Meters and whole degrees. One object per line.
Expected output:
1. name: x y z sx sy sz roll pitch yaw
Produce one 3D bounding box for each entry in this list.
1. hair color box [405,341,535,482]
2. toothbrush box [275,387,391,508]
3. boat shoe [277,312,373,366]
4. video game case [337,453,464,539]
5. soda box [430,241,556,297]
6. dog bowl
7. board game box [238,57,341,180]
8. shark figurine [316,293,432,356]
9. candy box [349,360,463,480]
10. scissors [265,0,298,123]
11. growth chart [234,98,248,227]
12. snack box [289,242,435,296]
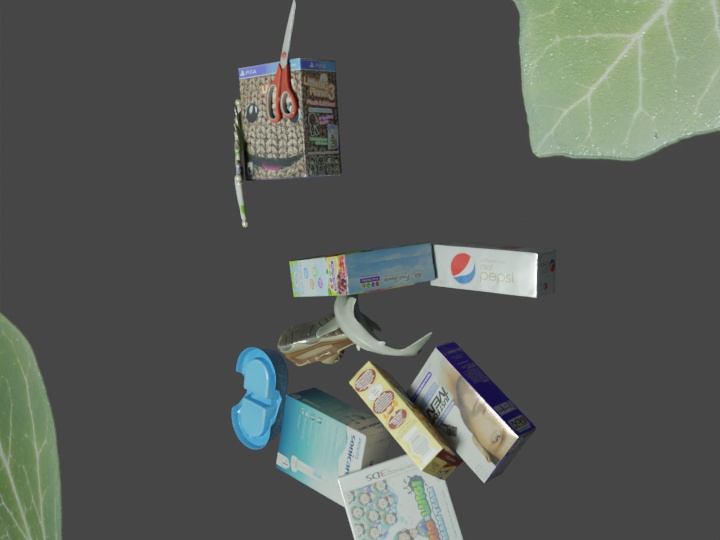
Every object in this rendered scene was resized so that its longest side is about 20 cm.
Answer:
1. hair color box: 0.175 0.226 1.537 0.200 0.064 0.110 45 121 25
2. toothbrush box: -0.050 0.321 1.724 0.198 0.084 0.150 19 107 37
3. boat shoe: -0.056 0.128 1.724 0.197 0.076 0.073 -13 121 32
4. video game case: 0.073 0.422 1.610 0.178 0.024 0.204 -18 83 3
5. soda box: 0.204 -0.004 1.481 0.197 0.063 0.070 6 100 40
6. dog bowl: -0.194 0.246 1.861 0.110 0.049 0.205 18 106 37
7. board game box: -0.127 -0.267 1.705 0.157 0.096 0.205 0 96 40
8. shark figurine: 0.010 0.087 1.605 0.213 0.127 0.091 37 141 33
9. candy box: 0.076 0.249 1.575 0.055 0.115 0.200 -43 60 3
10. scissors: -0.136 -0.356 1.628 0.072 0.014 0.205 8 102 41
11. growth chart: -0.221 -0.203 1.754 0.146 0.017 0.203 90 176 -55
12. snack box: 0.000 0.000 1.551 0.199 0.166 0.069 -2 95 61
